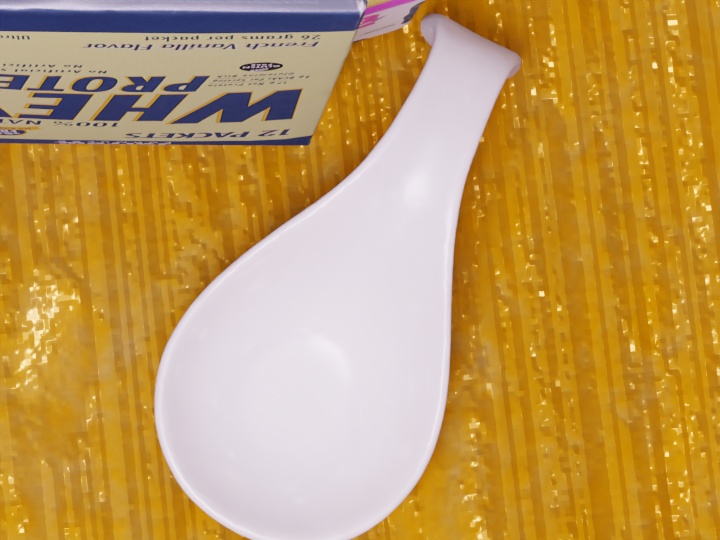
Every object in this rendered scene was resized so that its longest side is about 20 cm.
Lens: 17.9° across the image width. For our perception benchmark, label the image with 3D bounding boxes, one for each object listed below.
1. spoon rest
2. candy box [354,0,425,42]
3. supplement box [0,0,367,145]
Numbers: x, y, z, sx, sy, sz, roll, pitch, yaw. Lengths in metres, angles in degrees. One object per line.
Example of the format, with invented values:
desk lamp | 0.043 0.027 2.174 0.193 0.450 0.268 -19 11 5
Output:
spoon rest | 0.000 0.000 0.795 0.099 0.061 0.200 26 80 -3
candy box | -0.072 -0.166 0.806 0.136 0.061 0.200 -19 86 -9
supplement box | -0.073 -0.149 0.671 0.134 0.200 0.201 0 84 -5
